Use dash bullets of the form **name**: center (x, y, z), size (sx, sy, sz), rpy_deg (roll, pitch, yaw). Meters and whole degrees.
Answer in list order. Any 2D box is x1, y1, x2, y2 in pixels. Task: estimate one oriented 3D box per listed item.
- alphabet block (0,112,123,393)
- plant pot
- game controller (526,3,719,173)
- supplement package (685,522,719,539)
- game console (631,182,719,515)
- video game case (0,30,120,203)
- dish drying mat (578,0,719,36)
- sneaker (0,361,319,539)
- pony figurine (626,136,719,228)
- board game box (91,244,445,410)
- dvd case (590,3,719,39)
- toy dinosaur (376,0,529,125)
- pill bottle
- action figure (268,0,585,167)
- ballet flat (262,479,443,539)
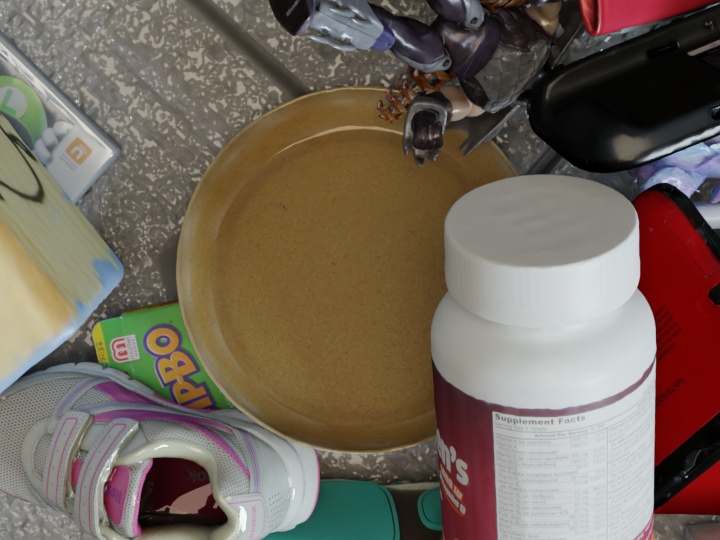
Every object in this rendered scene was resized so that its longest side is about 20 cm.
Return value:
- **alphabet block**: center (-0.259, -0.004, 0.862), size (0.196, 0.195, 0.201), rpy_deg (-39, 97, 3)
- **plant pot**: center (0.000, 0.000, 0.936), size (0.197, 0.028, 0.203), rpy_deg (0, 77, 1)
- **game controller**: center (0.182, -0.100, 0.851), size (0.198, 0.105, 0.042), rpy_deg (-22, 126, -7)
- **supplement package**: center (0.244, 0.247, 0.942), size (0.116, 0.117, 0.203), rpy_deg (-3, 100, 1)
- **game console**: center (0.194, 0.049, 0.902), size (0.118, 0.200, 0.173), rpy_deg (-28, 74, -31)
- **video game case**: center (-0.264, -0.070, 0.959), size (0.200, 0.023, 0.182), rpy_deg (44, 95, -4)
- **dish drying mat**: center (0.158, -0.168, 0.870), size (0.018, 0.199, 0.078), rpy_deg (-6, 100, 37)
- **sneaker**: center (-0.126, 0.102, 0.915), size (0.197, 0.088, 0.082), rpy_deg (6, 101, 16)
- **pony figurine**: center (0.228, -0.030, 0.912), size (0.197, 0.167, 0.195), rpy_deg (9, 129, -4)
- **board game box**: center (-0.044, 0.053, 0.970), size (0.197, 0.030, 0.097), rpy_deg (-12, 95, -1)
- **dvd case**: center (0.137, -0.226, 0.886), size (0.022, 0.145, 0.202), rpy_deg (-10, 97, 36)
- **toy dinosaur**: center (0.061, -0.176, 0.914), size (0.135, 0.102, 0.202), rpy_deg (24, 78, -18)
- **pill bottle**: center (0.089, 0.063, 0.845), size (0.108, 0.110, 0.202), rpy_deg (-5, 120, 1)
- **action figure**: center (0.044, -0.118, 0.867), size (0.199, 0.069, 0.131), rpy_deg (24, 107, -38)
- **ballet flat**: center (0.029, 0.154, 0.965), size (0.197, 0.072, 0.073), rpy_deg (-6, 97, 3)
